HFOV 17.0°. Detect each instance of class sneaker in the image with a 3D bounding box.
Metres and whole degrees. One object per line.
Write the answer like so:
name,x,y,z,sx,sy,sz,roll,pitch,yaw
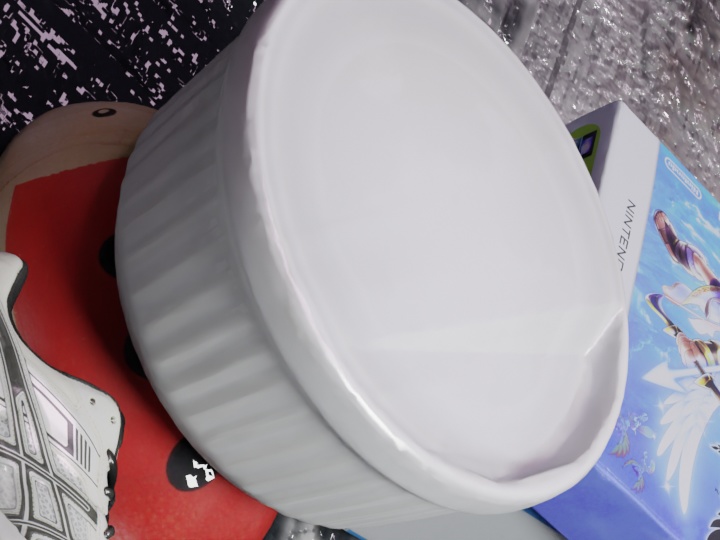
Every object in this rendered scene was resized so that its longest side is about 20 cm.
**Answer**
sneaker,-0.105,0.080,0.798,0.087,0.076,0.201,-23,80,-32

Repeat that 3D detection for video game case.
video game case,0.141,0.058,1.012,0.200,0.045,0.182,42,44,-26

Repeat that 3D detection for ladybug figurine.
ladybug figurine,-0.074,0.025,0.899,0.135,0.072,0.201,4,67,-48

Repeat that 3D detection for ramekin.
ramekin,0.000,0.000,0.864,0.202,0.094,0.203,29,49,-38

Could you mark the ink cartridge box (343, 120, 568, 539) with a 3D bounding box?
ink cartridge box,0.075,0.042,1.051,0.146,0.086,0.201,32,49,-34
